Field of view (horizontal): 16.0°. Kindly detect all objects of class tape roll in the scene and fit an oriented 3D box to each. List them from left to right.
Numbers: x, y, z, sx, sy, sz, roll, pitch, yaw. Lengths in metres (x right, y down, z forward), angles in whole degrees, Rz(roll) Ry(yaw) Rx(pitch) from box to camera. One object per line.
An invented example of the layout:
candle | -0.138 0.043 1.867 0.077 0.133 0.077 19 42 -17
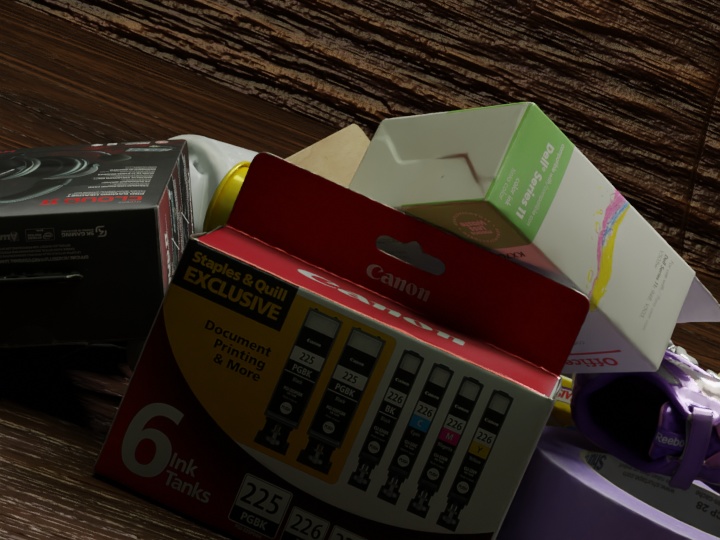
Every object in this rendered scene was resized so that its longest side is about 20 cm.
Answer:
tape roll | 0.166 0.165 1.406 0.200 0.085 0.200 22 7 -3

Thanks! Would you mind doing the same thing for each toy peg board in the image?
toy peg board | -0.002 0.035 1.439 0.199 0.098 0.200 54 16 -1

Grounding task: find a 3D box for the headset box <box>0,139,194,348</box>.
headset box | -0.173 -0.014 1.412 0.148 0.077 0.200 -3 13 3

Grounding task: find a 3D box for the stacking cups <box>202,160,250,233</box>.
stacking cups | 0.000 0.000 1.568 0.200 0.061 0.060 27 9 19

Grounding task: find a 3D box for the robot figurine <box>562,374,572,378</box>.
robot figurine | 0.106 0.043 1.931 0.169 0.113 0.200 34 13 32

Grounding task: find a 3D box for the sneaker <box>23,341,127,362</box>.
sneaker | -0.135 0.019 1.549 0.199 0.060 0.104 -4 15 -40

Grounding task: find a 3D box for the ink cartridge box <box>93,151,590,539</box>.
ink cartridge box | -0.006 0.057 1.295 0.200 0.176 0.084 23 8 5

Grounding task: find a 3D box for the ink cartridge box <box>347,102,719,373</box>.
ink cartridge box | 0.097 -0.002 1.385 0.117 0.067 0.200 -4 -37 46

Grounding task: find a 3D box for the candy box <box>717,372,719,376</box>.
candy box | 0.323 0.151 1.769 0.200 0.055 0.115 48 6 -6

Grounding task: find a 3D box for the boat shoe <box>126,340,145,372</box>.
boat shoe | -0.040 0.069 1.494 0.200 0.074 0.065 17 6 -31

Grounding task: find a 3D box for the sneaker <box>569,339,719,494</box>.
sneaker | 0.199 0.094 1.419 0.200 0.081 0.088 20 11 20

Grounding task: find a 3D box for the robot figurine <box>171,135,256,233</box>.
robot figurine | -0.089 -0.028 1.794 0.169 0.113 0.200 6 -6 42

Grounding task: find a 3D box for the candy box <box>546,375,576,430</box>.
candy box | 0.176 0.124 1.629 0.102 0.026 0.200 22 -16 32
